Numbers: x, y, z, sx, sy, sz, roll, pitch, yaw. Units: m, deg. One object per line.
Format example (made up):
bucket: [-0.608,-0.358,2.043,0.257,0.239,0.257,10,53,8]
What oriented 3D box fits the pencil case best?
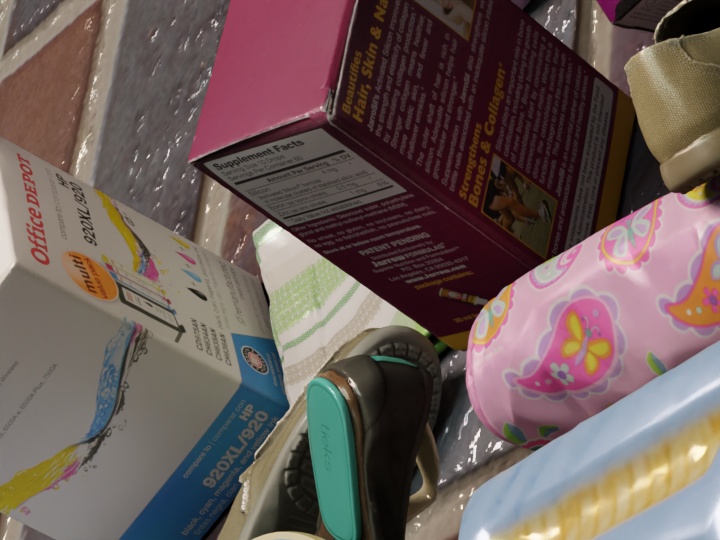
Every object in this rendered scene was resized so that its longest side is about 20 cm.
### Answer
pencil case: [0.135,0.017,1.346,0.200,0.087,0.088,-33,39,43]

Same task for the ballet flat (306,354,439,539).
ballet flat: [0.009,0.132,1.450,0.068,0.068,0.201,40,133,46]

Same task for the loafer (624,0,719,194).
loafer: [0.177,-0.102,1.326,0.076,0.068,0.200,-27,9,33]

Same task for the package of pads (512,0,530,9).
package of pads: [0.057,-0.218,1.702,0.120,0.075,0.201,-41,33,30]

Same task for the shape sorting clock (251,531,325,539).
shape sorting clock: [-0.035,0.225,1.425,0.200,0.039,0.201,-2,88,58]

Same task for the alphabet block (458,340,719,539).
alphabet block: [0.162,0.160,1.044,0.195,0.199,0.197,-34,37,42]

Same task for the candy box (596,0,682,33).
candy box: [0.172,-0.232,1.473,0.200,0.061,0.137,-43,65,28]

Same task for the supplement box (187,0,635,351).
supplement box: [0.029,-0.067,1.469,0.103,0.200,0.132,-16,49,43]

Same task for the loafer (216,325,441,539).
loafer: [-0.032,0.107,1.551,0.200,0.075,0.070,-56,32,9]

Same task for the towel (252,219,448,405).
towel: [0.000,0.000,1.646,0.149,0.031,0.200,-48,30,24]

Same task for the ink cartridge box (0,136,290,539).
ink cartridge box: [-0.163,0.050,1.689,0.145,0.199,0.147,-50,30,19]
